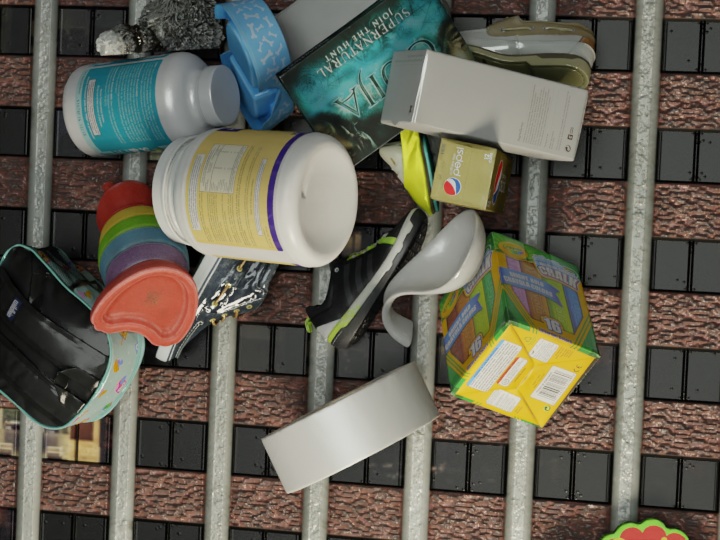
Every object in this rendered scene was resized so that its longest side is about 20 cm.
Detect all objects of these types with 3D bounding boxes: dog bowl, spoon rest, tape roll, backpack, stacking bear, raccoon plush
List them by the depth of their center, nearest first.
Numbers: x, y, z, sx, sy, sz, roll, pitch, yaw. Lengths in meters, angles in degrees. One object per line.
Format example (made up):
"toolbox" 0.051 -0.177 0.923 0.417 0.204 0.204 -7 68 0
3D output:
"spoon rest" 0.079 0.009 1.677 0.060 0.100 0.200 23 133 -16
"tape roll" -0.012 0.179 1.691 0.201 0.202 0.071 -28 87 10
"dog bowl" -0.119 -0.238 1.710 0.049 0.200 0.112 -26 68 -13
"raccoon plush" -0.223 -0.324 1.729 0.096 0.199 0.136 2 101 28
"stacking bear" -0.262 -0.027 1.745 0.114 0.120 0.201 -53 38 27
"backpack" -0.358 0.087 1.772 0.200 0.153 0.177 39 101 23

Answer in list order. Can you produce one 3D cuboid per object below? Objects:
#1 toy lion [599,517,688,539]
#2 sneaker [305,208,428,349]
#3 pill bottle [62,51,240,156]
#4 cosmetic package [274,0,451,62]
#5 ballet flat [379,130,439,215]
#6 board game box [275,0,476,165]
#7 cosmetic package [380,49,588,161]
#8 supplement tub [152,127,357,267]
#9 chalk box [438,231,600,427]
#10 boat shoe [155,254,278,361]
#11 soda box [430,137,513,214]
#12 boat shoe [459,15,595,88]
"toy lion" 0.301 0.377 1.714 0.198 0.069 0.194 15 87 10
"sneaker" 0.000 0.000 1.746 0.083 0.072 0.201 37 101 13
"pill bottle" -0.244 -0.197 1.747 0.198 0.111 0.112 -3 91 26
"cosmetic package" -0.004 -0.295 1.737 0.199 0.090 0.108 -32 85 13
"ballet flat" 0.052 -0.163 1.730 0.066 0.067 0.203 -4 100 7
"board game box" 0.023 -0.221 1.658 0.199 0.028 0.136 -36 109 -2
"cosmetic package" 0.134 -0.179 1.622 0.198 0.107 0.086 12 93 -22
"supplement tub" -0.118 -0.084 1.647 0.198 0.145 0.147 6 93 32
"chalk box" 0.171 0.050 1.659 0.123 0.201 0.125 20 125 -20
"boat shoe" -0.170 0.039 1.783 0.090 0.071 0.201 28 107 -9
"soda box" 0.127 -0.104 1.657 0.063 0.200 0.069 11 93 10
"boat shoe" 0.175 -0.254 1.715 0.198 0.075 0.069 10 64 19
